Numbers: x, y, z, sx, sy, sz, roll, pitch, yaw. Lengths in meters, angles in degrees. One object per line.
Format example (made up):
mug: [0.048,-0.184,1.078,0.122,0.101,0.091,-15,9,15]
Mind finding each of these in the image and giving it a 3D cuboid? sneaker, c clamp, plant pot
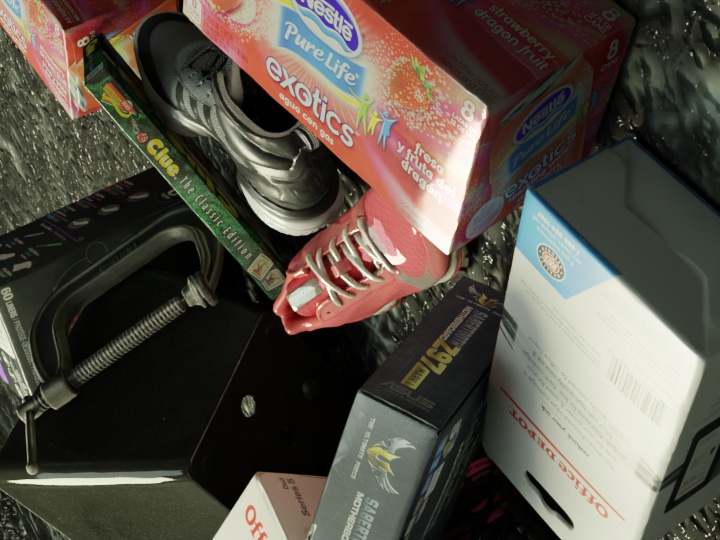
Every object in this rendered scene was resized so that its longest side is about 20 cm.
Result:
sneaker: [0.000,0.000,0.859,0.074,0.086,0.200,58,157,7]
sneaker: [0.073,0.159,0.887,0.200,0.076,0.084,36,149,44]
c clamp: [-0.171,0.039,1.020,0.027,0.199,0.171,51,-179,-37]
plant pot: [-0.112,0.122,1.051,0.176,0.201,0.200,-5,139,43]
sneaker: [-0.080,-0.122,0.905,0.200,0.075,0.114,48,160,22]

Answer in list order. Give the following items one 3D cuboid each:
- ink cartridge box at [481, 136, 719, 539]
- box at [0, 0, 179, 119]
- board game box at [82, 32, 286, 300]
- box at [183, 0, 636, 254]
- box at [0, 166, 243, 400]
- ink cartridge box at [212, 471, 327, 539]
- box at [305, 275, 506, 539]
ink cartridge box: [0.126,0.052,0.680,0.116,0.067,0.201,48,151,31]
box: [-0.226,-0.225,1.079,0.200,0.099,0.096,50,153,28]
board game box: [-0.122,-0.073,0.992,0.200,0.023,0.105,50,-173,-25]
box: [0.016,-0.120,0.661,0.200,0.102,0.095,44,147,24]
box: [-0.211,0.013,1.163,0.106,0.199,0.124,25,136,54]
ink cartridge box: [-0.057,0.253,0.922,0.201,0.083,0.146,-57,43,27]
box: [0.022,0.121,0.779,0.051,0.158,0.202,25,118,12]
